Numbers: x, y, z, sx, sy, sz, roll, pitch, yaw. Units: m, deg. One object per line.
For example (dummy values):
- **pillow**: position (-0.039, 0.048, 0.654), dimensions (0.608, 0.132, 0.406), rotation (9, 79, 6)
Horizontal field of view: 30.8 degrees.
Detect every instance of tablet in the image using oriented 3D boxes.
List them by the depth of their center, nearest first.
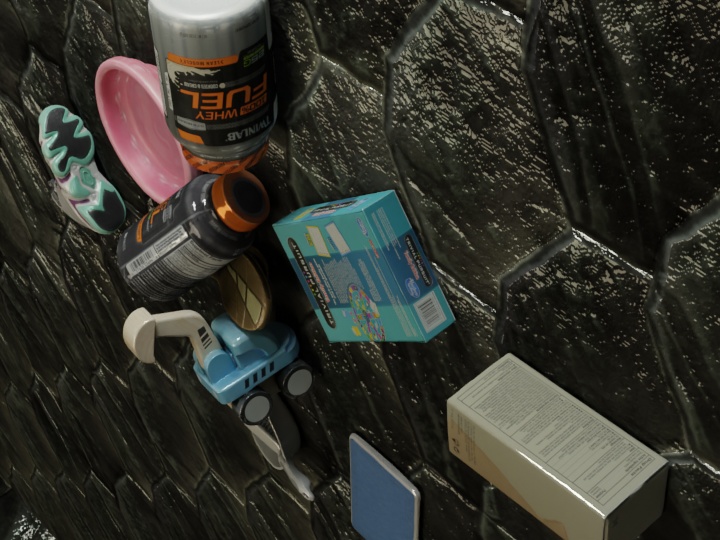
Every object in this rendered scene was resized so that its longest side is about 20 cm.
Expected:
- **tablet**: position (0.031, 0.308, 1.683), dimensions (0.130, 0.014, 0.201), rotation (38, 145, 33)

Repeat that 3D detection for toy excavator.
- **toy excavator**: position (-0.175, 0.094, 1.599), dimensions (0.100, 0.194, 0.201), rotation (35, 151, 52)

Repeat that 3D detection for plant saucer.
- **plant saucer**: position (-0.254, -0.176, 1.617), dimensions (0.200, 0.051, 0.202), rotation (38, 147, 31)

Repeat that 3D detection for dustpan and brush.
- **dustpan and brush**: position (-0.111, 0.238, 1.790), dimensions (0.200, 0.057, 0.140), rotation (39, 147, 31)

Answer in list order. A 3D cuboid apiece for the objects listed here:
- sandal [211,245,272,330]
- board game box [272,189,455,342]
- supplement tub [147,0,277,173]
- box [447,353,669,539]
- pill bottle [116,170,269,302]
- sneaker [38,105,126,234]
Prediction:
- **sandal**: position (-0.146, 0.001, 1.616), dimensions (0.200, 0.054, 0.081), rotation (47, 126, 51)
- **board game box**: position (0.000, 0.000, 1.389), dimensions (0.199, 0.047, 0.152), rotation (-4, 114, 59)
- **supplement tub**: position (-0.148, -0.207, 1.340), dimensions (0.122, 0.122, 0.201), rotation (37, 146, 33)
- **box**: position (0.182, 0.174, 1.225), dimensions (0.200, 0.095, 0.078), rotation (36, 146, 37)
- **pill bottle**: position (-0.195, -0.046, 1.555), dimensions (0.199, 0.106, 0.107), rotation (-31, 92, 38)
- **sneaker**: position (-0.430, -0.143, 1.902), dimensions (0.139, 0.077, 0.202), rotation (5, 121, 56)
